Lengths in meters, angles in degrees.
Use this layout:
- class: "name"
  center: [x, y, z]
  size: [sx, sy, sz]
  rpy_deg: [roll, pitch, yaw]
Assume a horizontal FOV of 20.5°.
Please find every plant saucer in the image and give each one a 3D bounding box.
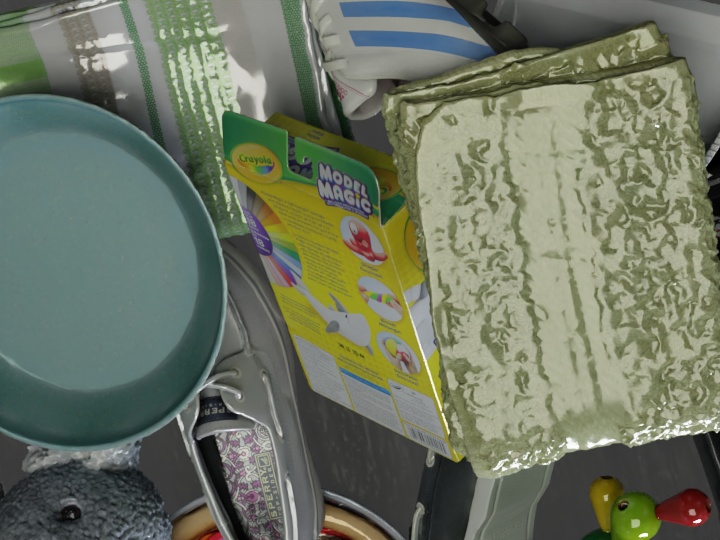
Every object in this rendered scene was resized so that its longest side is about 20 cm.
- class: "plant saucer"
  center: [-0.161, -0.001, 1.082]
  size: [0.198, 0.036, 0.201]
  rpy_deg: [5, 108, 14]

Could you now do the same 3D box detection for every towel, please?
- class: "towel"
  center: [0.098, -0.007, 0.940]
  size: [0.147, 0.037, 0.201]
  rpy_deg: [-11, 102, 5]
- class: "towel"
  center: [-0.108, -0.084, 1.078]
  size: [0.199, 0.031, 0.150]
  rpy_deg: [-11, 103, 12]

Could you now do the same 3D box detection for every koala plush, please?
- class: "koala plush"
  center: [-0.200, 0.166, 1.148]
  size: [0.199, 0.184, 0.178]
  rpy_deg: [-22, 94, -5]

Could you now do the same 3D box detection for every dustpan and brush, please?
- class: "dustpan and brush"
  center: [0.109, -0.040, 0.980]
  size: [0.139, 0.057, 0.201]
  rpy_deg: [17, 104, 26]

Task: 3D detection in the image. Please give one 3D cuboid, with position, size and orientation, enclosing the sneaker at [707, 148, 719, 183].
- class: "sneaker"
  center: [0.122, -0.071, 1.035]
  size: [0.199, 0.080, 0.074]
  rpy_deg: [-12, 111, 14]

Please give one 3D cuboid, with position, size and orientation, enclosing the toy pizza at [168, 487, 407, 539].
- class: "toy pizza"
  center: [-0.047, 0.221, 1.200]
  size: [0.199, 0.032, 0.202]
  rpy_deg: [3, 112, 6]

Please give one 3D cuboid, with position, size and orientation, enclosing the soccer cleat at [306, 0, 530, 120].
- class: "soccer cleat"
  center: [-0.001, -0.129, 0.988]
  size: [0.086, 0.070, 0.200]
  rpy_deg: [-47, 65, 3]

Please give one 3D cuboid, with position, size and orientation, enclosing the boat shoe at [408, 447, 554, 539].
- class: "boat shoe"
  center: [0.060, 0.151, 1.144]
  size: [0.060, 0.075, 0.201]
  rpy_deg: [37, 122, 36]

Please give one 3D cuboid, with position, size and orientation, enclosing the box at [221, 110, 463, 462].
- class: "box"
  center: [0.000, 0.000, 1.032]
  size: [0.117, 0.048, 0.201]
  rpy_deg: [24, 148, 37]

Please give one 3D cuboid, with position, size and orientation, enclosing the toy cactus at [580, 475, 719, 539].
- class: "toy cactus"
  center: [0.148, 0.172, 1.101]
  size: [0.164, 0.103, 0.200]
  rpy_deg: [-11, 153, 18]

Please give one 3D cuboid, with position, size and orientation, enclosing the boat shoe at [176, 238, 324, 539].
- class: "boat shoe"
  center: [-0.074, 0.078, 1.118]
  size: [0.071, 0.069, 0.201]
  rpy_deg: [-9, 101, 12]

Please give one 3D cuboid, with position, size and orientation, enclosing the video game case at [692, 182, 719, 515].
- class: "video game case"
  center: [0.248, 0.039, 1.020]
  size: [0.180, 0.026, 0.201]
  rpy_deg: [-18, 87, -9]
